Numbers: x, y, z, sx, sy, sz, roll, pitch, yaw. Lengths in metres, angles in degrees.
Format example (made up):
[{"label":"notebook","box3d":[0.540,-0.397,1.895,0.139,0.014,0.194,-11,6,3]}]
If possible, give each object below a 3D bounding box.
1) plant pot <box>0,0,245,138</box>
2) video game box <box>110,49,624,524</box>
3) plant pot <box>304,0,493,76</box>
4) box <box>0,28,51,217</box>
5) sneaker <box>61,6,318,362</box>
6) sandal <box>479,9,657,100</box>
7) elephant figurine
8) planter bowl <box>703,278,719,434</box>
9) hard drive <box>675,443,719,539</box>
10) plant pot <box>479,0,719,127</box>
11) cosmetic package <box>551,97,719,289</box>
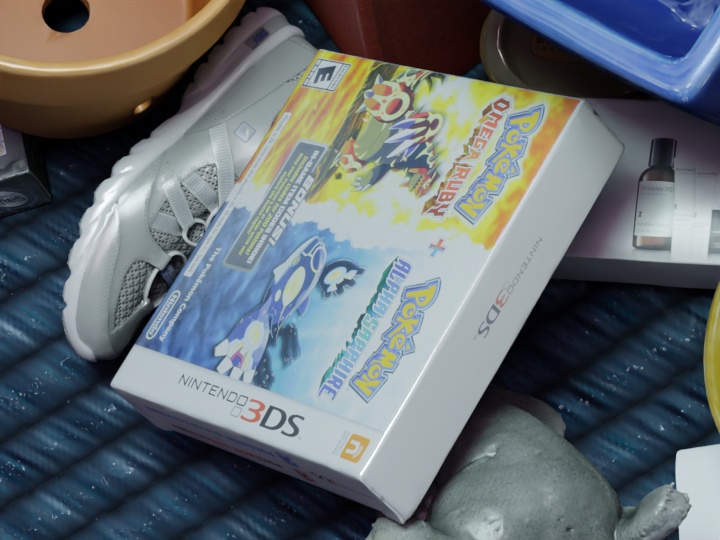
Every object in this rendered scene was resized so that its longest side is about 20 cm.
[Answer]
[{"label":"plant pot","box3d":[-0.146,-0.155,1.238,0.199,0.140,0.201,2,68,-5]},{"label":"video game box","box3d":[0.000,0.000,1.157,0.182,0.047,0.200,16,69,44]},{"label":"plant pot","box3d":[0.030,-0.235,1.248,0.200,0.176,0.200,-34,69,-3]},{"label":"box","box3d":[-0.260,-0.110,1.329,0.160,0.044,0.201,-17,69,4]},{"label":"sneaker","box3d":[-0.073,-0.035,1.252,0.082,0.075,0.200,32,82,15]},{"label":"sandal","box3d":[0.159,-0.112,1.237,0.199,0.054,0.081,1,76,-3]},{"label":"elephant figurine","box3d":[0.031,0.079,1.175,0.155,0.142,0.200,-3,51,-21]},{"label":"planter bowl","box3d":[0.253,0.028,1.087,0.200,0.083,0.201,-27,44,30]},{"label":"hard drive","box3d":[0.240,0.132,1.128,0.199,0.025,0.132,-11,68,28]},{"label":"plant pot","box3d":[0.151,-0.172,1.103,0.200,0.180,0.200,34,95,34]},{"label":"cosmetic package","box3d":[0.136,-0.038,1.211,0.199,0.051,0.083,3,74,20]}]
